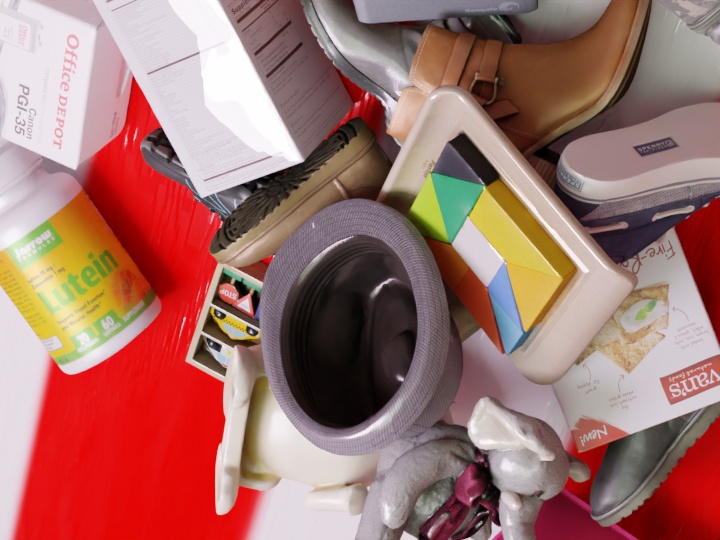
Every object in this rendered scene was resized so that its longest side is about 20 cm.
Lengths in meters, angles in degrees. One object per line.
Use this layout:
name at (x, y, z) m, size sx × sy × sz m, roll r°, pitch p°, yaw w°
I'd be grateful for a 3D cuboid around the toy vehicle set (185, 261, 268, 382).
toy vehicle set at (-0.053, 0.076, 1.625) m, size 0.199 × 0.027 × 0.125 m, roll 27°, pitch 126°, yaw 9°

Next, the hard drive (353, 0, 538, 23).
hard drive at (0.054, -0.239, 1.281) m, size 0.138 × 0.033 × 0.200 m, roll -3°, pitch 160°, yaw 7°

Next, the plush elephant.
plush elephant at (0.098, 0.171, 1.414) m, size 0.154 × 0.164 × 0.202 m, roll 2°, pitch 77°, yaw 33°

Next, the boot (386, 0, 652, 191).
boot at (0.121, -0.151, 1.350) m, size 0.154 × 0.077 × 0.201 m, roll 28°, pitch 107°, yaw 10°

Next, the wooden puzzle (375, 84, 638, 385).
wooden puzzle at (0.097, -0.018, 1.329) m, size 0.200 × 0.037 × 0.185 m, roll 47°, pitch 151°, yaw 11°

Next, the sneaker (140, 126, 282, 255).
sneaker at (-0.103, -0.058, 1.541) m, size 0.199 × 0.075 × 0.080 m, roll 26°, pitch 129°, yaw 10°

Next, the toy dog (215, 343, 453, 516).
toy dog at (-0.019, 0.137, 1.534) m, size 0.198 × 0.194 × 0.141 m, roll 8°, pitch 99°, yaw -6°

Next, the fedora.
fedora at (0.014, 0.052, 1.395) m, size 0.177 × 0.090 × 0.201 m, roll -42°, pitch 52°, yaw 22°

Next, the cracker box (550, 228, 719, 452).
cracker box at (0.196, 0.024, 1.406) m, size 0.133 × 0.058 × 0.201 m, roll -22°, pitch 96°, yaw 10°

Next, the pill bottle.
pill bottle at (-0.278, -0.017, 1.625) m, size 0.111 × 0.111 × 0.201 m, roll -25°, pitch 106°, yaw 34°

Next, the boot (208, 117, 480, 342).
boot at (0.000, 0.000, 1.478) m, size 0.175 × 0.066 × 0.200 m, roll -36°, pitch 111°, yaw 8°

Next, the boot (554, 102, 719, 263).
boot at (0.226, -0.062, 1.335) m, size 0.073 × 0.198 × 0.091 m, roll -120°, pitch 28°, yaw -42°

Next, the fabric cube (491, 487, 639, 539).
fabric cube at (0.163, 0.341, 1.540) m, size 0.195 × 0.200 × 0.200 m, roll 34°, pitch 148°, yaw 3°

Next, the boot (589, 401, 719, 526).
boot at (0.185, 0.085, 1.474) m, size 0.199 × 0.073 × 0.182 m, roll 37°, pitch 98°, yaw -7°

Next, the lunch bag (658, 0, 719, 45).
lunch bag at (0.306, -0.232, 1.211) m, size 0.167 × 0.140 × 0.200 m, roll 34°, pitch 130°, yaw -17°

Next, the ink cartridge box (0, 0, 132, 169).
ink cartridge box at (-0.299, -0.197, 1.545) m, size 0.199 × 0.083 × 0.147 m, roll 23°, pitch 126°, yaw 12°

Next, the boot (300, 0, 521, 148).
boot at (0.053, -0.183, 1.412) m, size 0.130 × 0.068 × 0.200 m, roll -35°, pitch 100°, yaw 24°

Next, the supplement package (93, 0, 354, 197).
supplement package at (-0.111, -0.182, 1.448) m, size 0.113 × 0.110 × 0.201 m, roll -16°, pitch 111°, yaw 32°
